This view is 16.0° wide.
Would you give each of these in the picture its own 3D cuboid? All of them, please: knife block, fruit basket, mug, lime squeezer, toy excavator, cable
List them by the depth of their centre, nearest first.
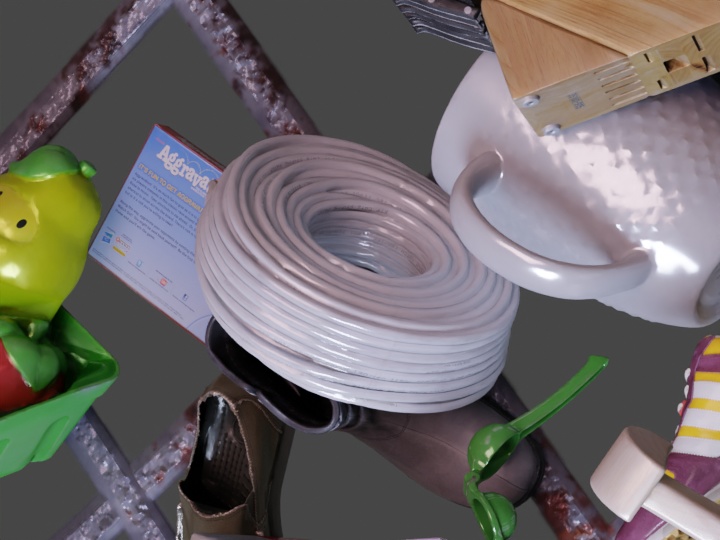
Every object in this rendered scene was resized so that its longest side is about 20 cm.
[{"bbox_3d":[0.236,0.152,1.359,0.194,0.200,0.100,40,104,26],"label":"toy excavator"},{"bbox_3d":[0.109,-0.172,1.387,0.200,0.064,0.176,-20,69,11],"label":"knife block"},{"bbox_3d":[0.136,-0.045,1.443,0.175,0.200,0.148,40,135,24],"label":"mug"},{"bbox_3d":[0.092,0.133,1.488,0.038,0.071,0.200,124,163,-57],"label":"lime squeezer"},{"bbox_3d":[0.000,0.000,1.514,0.200,0.200,0.069,19,121,-7],"label":"cable"},{"bbox_3d":[-0.253,0.014,1.689,0.216,0.155,0.216,17,116,40],"label":"fruit basket"}]

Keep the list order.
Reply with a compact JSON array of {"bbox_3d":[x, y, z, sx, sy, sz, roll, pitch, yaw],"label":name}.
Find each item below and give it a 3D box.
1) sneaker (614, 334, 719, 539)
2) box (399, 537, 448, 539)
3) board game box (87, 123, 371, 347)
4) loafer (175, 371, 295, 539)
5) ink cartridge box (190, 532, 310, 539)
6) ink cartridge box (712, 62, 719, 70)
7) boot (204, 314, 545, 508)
[{"bbox_3d":[0.210,0.089,1.462,0.200,0.075,0.090,-44,58,12],"label":"sneaker"},{"bbox_3d":[-0.035,0.177,1.441,0.200,0.041,0.039,-7,75,28],"label":"box"},{"bbox_3d":[-0.084,-0.003,1.665,0.200,0.019,0.103,36,105,28],"label":"board game box"},{"bbox_3d":[-0.090,0.154,1.615,0.075,0.070,0.200,10,99,30],"label":"loafer"},{"bbox_3d":[0.008,0.220,1.517,0.200,0.145,0.083,14,89,30],"label":"ink cartridge box"},{"bbox_3d":[0.210,-0.212,1.443,0.196,0.043,0.200,-43,67,-11],"label":"ink cartridge box"},{"bbox_3d":[0.005,0.088,1.531,0.200,0.132,0.070,28,100,19],"label":"boot"}]
